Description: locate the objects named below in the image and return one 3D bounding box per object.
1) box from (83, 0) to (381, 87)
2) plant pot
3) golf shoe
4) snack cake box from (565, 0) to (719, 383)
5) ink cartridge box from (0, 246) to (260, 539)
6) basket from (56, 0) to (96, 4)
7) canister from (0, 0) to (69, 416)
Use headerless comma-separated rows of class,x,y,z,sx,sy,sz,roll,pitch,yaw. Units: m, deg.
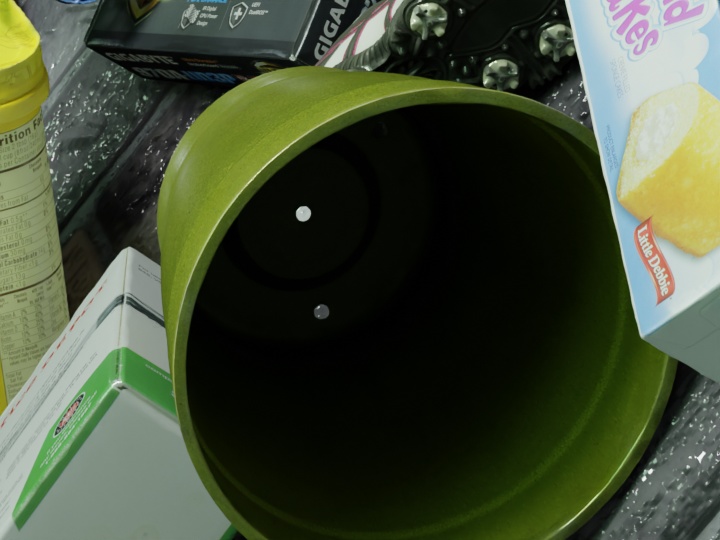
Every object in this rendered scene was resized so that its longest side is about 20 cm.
box,-0.044,-0.171,1.411,0.200,0.046,0.159,11,75,54
plant pot,0.000,0.000,1.138,0.200,0.200,0.193,-58,24,6
golf shoe,0.036,-0.110,1.249,0.200,0.077,0.088,-37,29,25
snack cake box,0.145,-0.046,1.031,0.067,0.115,0.200,-38,43,30
ink cartridge box,-0.113,0.091,1.234,0.147,0.083,0.200,-53,12,13
basket,-0.139,-0.222,1.387,0.176,0.139,0.200,-56,6,9
canister,-0.201,-0.034,1.397,0.149,0.086,0.200,-134,34,-53
